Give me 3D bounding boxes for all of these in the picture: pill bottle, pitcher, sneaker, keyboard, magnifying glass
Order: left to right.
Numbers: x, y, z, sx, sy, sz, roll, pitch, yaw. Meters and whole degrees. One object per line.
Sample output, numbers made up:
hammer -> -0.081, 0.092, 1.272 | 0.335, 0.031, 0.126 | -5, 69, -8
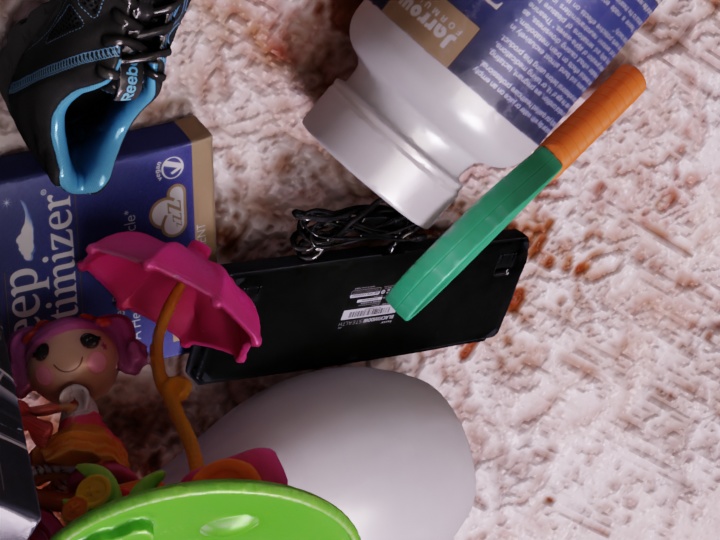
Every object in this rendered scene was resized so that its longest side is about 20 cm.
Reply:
sneaker -> -0.098, -0.122, 1.149 | 0.073, 0.082, 0.200 | 4, 133, -30
pitcher -> -0.054, 0.131, 1.334 | 0.200, 0.121, 0.172 | -18, 167, -27
keyboard -> 0.000, 0.000, 1.328 | 0.200, 0.040, 0.104 | -7, 133, -37
pill bottle -> 0.066, -0.122, 1.245 | 0.200, 0.111, 0.111 | -49, 127, 5
magnifying glass -> 0.081, -0.043, 1.299 | 0.200, 0.022, 0.080 | -41, 175, -33

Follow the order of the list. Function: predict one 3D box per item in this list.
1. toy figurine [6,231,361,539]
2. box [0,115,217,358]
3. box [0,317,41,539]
toy figurine -> -0.111, 0.071, 1.191 | 0.200, 0.184, 0.150 | -15, 144, 4
box -> -0.166, 0.002, 1.247 | 0.200, 0.032, 0.121 | -12, 122, -20
box -> -0.249, 0.055, 1.107 | 0.182, 0.200, 0.104 | 27, 111, -28
